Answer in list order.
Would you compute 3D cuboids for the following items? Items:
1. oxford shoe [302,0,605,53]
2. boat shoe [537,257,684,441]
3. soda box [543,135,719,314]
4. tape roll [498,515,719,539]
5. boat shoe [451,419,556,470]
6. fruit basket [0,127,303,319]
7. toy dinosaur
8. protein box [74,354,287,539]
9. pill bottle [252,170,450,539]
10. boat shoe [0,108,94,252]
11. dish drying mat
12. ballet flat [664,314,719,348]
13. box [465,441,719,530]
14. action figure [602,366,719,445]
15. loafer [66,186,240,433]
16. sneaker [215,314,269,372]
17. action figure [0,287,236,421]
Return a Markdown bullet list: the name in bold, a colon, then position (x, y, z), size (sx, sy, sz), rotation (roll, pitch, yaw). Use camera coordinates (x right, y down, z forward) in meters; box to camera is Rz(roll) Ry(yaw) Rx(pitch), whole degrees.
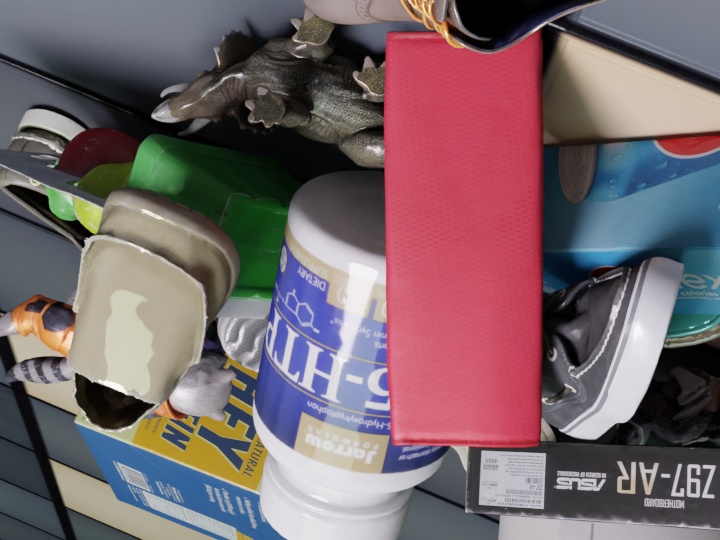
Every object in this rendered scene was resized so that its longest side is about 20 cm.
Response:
- **oxford shoe**: position (0.035, -0.129, 0.587), size (0.200, 0.073, 0.071), rotation (-6, 142, 48)
- **boat shoe**: position (0.109, 0.037, 0.705), size (0.066, 0.070, 0.200), rotation (18, 165, 4)
- **soda box**: position (0.168, -0.022, 0.688), size (0.199, 0.068, 0.064), rotation (0, 148, 41)
- **tape roll**: position (0.199, 0.228, 1.026), size (0.202, 0.140, 0.203), rotation (7, 153, 4)
- **boat shoe**: position (0.077, 0.101, 1.023), size (0.200, 0.072, 0.060), rotation (30, -158, -47)
- **fruit basket**: position (-0.127, -0.036, 0.835), size (0.199, 0.094, 0.185), rotation (16, -175, 30)
- **toy dinosaur**: position (-0.008, -0.086, 0.732), size (0.199, 0.077, 0.102), rotation (16, -177, -4)
- **protein box**: position (-0.104, 0.139, 1.171), size (0.199, 0.135, 0.199), rotation (19, 155, 11)
- **pill bottle**: position (0.002, 0.056, 0.792), size (0.119, 0.120, 0.201), rotation (18, 117, 12)
- **boat shoe**: position (-0.176, -0.030, 0.988), size (0.072, 0.060, 0.202), rotation (1, 146, 41)
- **dish drying mat**: position (0.050, -0.015, 0.674), size (0.076, 0.201, 0.018), rotation (0, -176, 12)
- **ballet flat**: position (0.131, 0.006, 0.804), size (0.199, 0.068, 0.064), rotation (5, 177, 34)
- **box**: position (0.184, 0.125, 0.801), size (0.199, 0.044, 0.160), rotation (-2, 169, 32)
- **action figure**: position (0.167, 0.080, 0.897), size (0.199, 0.070, 0.130), rotation (20, 150, 2)
- **loafer**: position (-0.111, 0.029, 0.715), size (0.075, 0.068, 0.200), rotation (20, 150, 1)
- **sneaker**: position (-0.024, 0.054, 1.039), size (0.200, 0.075, 0.082), rotation (33, -168, -33)
- **action figure**: position (-0.164, 0.064, 1.020), size (0.193, 0.105, 0.200), rotation (18, 175, 31)
